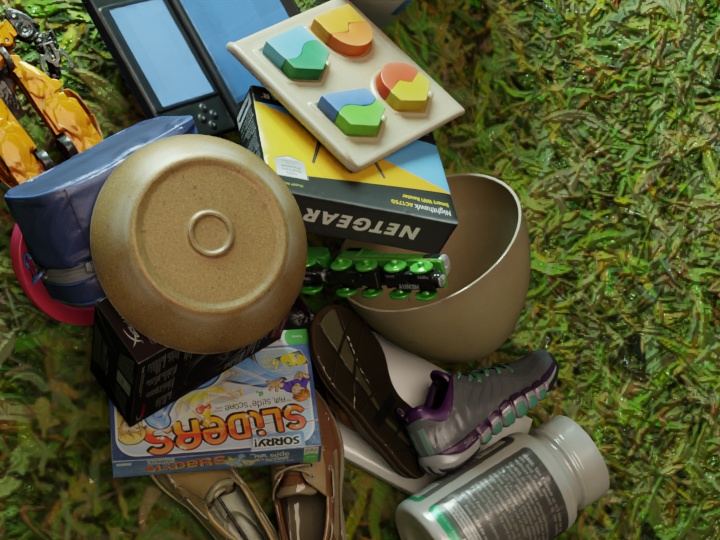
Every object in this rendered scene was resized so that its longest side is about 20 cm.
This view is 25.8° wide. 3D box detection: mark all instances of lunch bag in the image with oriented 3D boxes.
[{"bbox_3d":[-0.224,-0.045,1.460,0.200,0.136,0.133,-31,108,-22],"label":"lunch bag"}]

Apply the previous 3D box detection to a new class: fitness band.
[{"bbox_3d":[-0.247,-0.031,1.547,0.200,0.037,0.144,-29,107,-25],"label":"fitness band"}]

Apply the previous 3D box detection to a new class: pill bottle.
[{"bbox_3d":[0.145,0.234,1.578,0.200,0.113,0.113,-29,89,-20],"label":"pill bottle"}]

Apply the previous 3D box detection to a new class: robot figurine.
[{"bbox_3d":[-0.338,-0.157,1.555,0.145,0.058,0.200,-35,92,-21],"label":"robot figurine"}]

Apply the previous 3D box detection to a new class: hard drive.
[{"bbox_3d":[0.068,0.169,1.640,0.200,0.027,0.132,29,72,-11],"label":"hard drive"}]

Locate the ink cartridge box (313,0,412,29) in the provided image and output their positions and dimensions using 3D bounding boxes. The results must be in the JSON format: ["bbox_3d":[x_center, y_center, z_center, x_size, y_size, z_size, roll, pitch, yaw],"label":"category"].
[{"bbox_3d":[0.039,-0.374,1.674,0.084,0.145,0.200,25,73,-13],"label":"ink cartridge box"}]

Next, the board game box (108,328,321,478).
[{"bbox_3d":[-0.144,0.128,1.528,0.199,0.035,0.136,-4,55,-8],"label":"board game box"}]

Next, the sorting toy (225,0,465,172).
[{"bbox_3d":[-0.009,-0.195,1.567,0.185,0.037,0.200,45,43,15],"label":"sorting toy"}]

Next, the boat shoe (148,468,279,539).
[{"bbox_3d":[-0.144,0.209,1.534,0.200,0.076,0.072,46,72,-2],"label":"boat shoe"}]

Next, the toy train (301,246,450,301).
[{"bbox_3d":[0.000,0.000,1.541,0.056,0.200,0.042,-43,128,-50],"label":"toy train"}]

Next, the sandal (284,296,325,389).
[{"bbox_3d":[-0.085,0.038,1.603,0.200,0.048,0.075,41,70,-7],"label":"sandal"}]

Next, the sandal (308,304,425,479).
[{"bbox_3d":[0.003,0.128,1.586,0.200,0.055,0.082,54,49,-18],"label":"sandal"}]

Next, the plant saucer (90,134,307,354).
[{"bbox_3d":[-0.135,-0.028,1.383,0.200,0.035,0.201,5,75,-21],"label":"plant saucer"}]

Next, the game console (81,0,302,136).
[{"bbox_3d":[-0.159,-0.246,1.593,0.171,0.118,0.200,-28,88,-54],"label":"game console"}]

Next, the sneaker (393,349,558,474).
[{"bbox_3d":[0.122,0.120,1.601,0.200,0.074,0.088,-38,103,-34],"label":"sneaker"}]

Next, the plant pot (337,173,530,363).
[{"bbox_3d":[0.093,0.016,1.608,0.200,0.200,0.135,-45,128,-20],"label":"plant pot"}]

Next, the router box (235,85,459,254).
[{"bbox_3d":[-0.014,-0.098,1.538,0.199,0.051,0.149,9,44,-24],"label":"router box"}]

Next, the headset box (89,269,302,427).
[{"bbox_3d":[-0.148,0.043,1.469,0.200,0.149,0.077,-32,73,-24],"label":"headset box"}]

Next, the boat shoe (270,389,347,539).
[{"bbox_3d":[-0.054,0.206,1.556,0.076,0.072,0.201,-14,82,12],"label":"boat shoe"}]
